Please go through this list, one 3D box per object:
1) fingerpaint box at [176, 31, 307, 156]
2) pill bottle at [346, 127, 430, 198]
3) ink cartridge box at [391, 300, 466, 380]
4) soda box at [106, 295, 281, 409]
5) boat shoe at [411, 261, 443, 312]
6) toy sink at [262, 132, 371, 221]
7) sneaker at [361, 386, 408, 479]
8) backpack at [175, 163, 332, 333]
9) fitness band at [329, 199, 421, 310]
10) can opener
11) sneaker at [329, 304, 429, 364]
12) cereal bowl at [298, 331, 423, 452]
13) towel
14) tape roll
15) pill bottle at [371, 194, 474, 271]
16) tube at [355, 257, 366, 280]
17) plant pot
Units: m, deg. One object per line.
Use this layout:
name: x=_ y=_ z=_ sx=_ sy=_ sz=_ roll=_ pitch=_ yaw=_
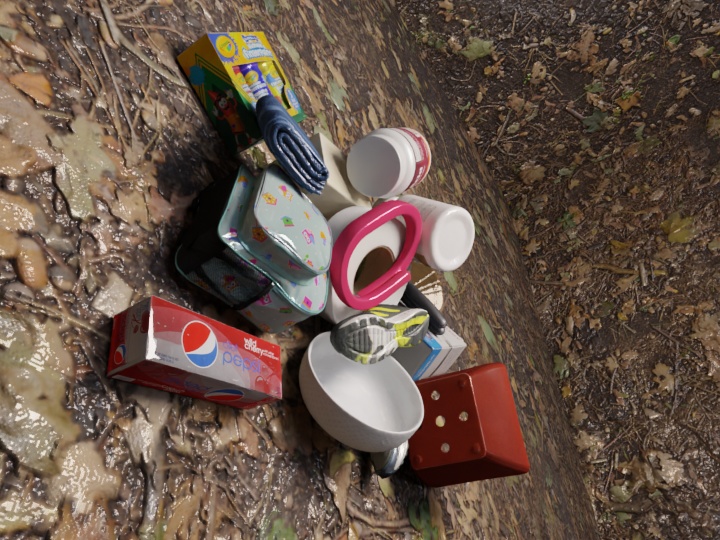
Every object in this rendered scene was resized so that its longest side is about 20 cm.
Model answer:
fingerpaint box: x=-0.187 y=-0.305 z=0.879 sx=0.169 sy=0.072 sz=0.200 roll=61 pitch=25 yaw=-14
pill bottle: x=0.053 y=-0.191 z=0.922 sx=0.116 sy=0.112 sz=0.200 roll=64 pitch=24 yaw=-6
ink cartridge box: x=0.106 y=0.133 z=1.028 sx=0.146 sy=0.085 sz=0.199 roll=42 pitch=14 yaw=26
soda box: x=-0.173 y=0.099 z=0.580 sx=0.199 sy=0.062 sz=0.071 roll=36 pitch=39 yaw=-50
boat shoe: x=0.108 y=0.012 z=1.078 sx=0.070 sy=0.065 sz=0.203 roll=-13 pitch=67 yaw=-25
toy sink: x=-0.059 y=-0.129 z=0.928 sx=0.199 sy=0.129 sz=0.114 roll=29 pitch=43 yaw=-52
sneaker: x=0.021 y=0.242 z=0.865 sx=0.086 sy=0.077 sz=0.202 roll=35 pitch=31 yaw=-29
backpack: x=-0.119 y=-0.023 z=0.695 sx=0.201 sy=0.151 sz=0.178 roll=53 pitch=22 yaw=-35
fitness band: x=0.029 y=-0.026 z=0.814 sx=0.199 sy=0.037 sz=0.146 roll=-35 pitch=130 yaw=-35
can opener: x=0.091 y=0.047 z=0.997 sx=0.200 sy=0.078 sz=0.064 roll=45 pitch=-14 yaw=19
sneaker: x=0.021 y=0.096 z=0.826 sx=0.197 sy=0.084 sz=0.076 roll=-2 pitch=101 yaw=-43
cereal bowl: x=-0.008 y=0.188 z=0.776 sx=0.197 sy=0.084 sz=0.201 roll=28 pitch=24 yaw=-13
towel: x=-0.103 y=-0.182 z=0.736 sx=0.112 sy=0.048 sz=0.201 roll=49 pitch=8 yaw=-30
tape roll: x=0.000 y=0.000 z=0.874 sx=0.201 sy=0.070 sz=0.207 roll=-27 pitch=128 yaw=-40
pill bottle: x=0.105 y=-0.079 z=0.972 sx=0.112 sy=0.199 sz=0.117 roll=-13 pitch=114 yaw=-32
tube: x=0.000 y=-0.020 z=1.059 sx=0.203 sy=0.051 sz=0.058 roll=63 pitch=-10 yaw=-2
plant pot: x=0.170 y=0.274 z=0.940 sx=0.176 sy=0.196 sz=0.204 roll=33 pitch=44 yaw=-57
